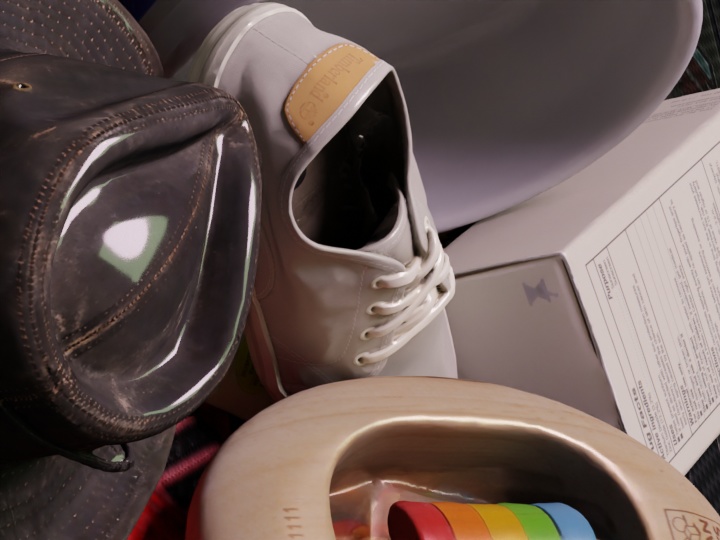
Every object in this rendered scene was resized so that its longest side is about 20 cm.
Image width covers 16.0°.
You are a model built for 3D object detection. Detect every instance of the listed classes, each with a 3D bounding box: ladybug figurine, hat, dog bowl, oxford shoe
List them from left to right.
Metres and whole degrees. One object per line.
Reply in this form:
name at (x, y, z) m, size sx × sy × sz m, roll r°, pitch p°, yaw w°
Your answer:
hat at (-0.075, -0.010, 0.670) m, size 0.200 × 0.081 × 0.201 m, roll 23°, pitch 62°, yaw -52°
oxford shoe at (0.000, 0.000, 0.809) m, size 0.075 × 0.058 × 0.200 m, roll -51°, pitch 144°, yaw -26°
dog bowl at (0.009, -0.089, 0.862) m, size 0.200 × 0.200 × 0.079 m, roll 31°, pitch 36°, yaw -57°
ladybug figurine at (0.032, 0.101, 0.802) m, size 0.199 × 0.072 × 0.136 m, roll 7°, pitch 49°, yaw -26°

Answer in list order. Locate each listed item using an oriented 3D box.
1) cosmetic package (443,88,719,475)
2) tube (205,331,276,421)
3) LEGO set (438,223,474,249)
cosmetic package at (0.100, 0.010, 0.962) m, size 0.200 × 0.073 × 0.104 m, roll -36°, pitch 110°, yaw -55°
tube at (-0.010, 0.037, 0.892) m, size 0.200 × 0.052 × 0.058 m, roll 37°, pitch 16°, yaw -48°
LEGO set at (0.098, -0.034, 1.138) m, size 0.154 × 0.116 × 0.200 m, roll 46°, pitch 29°, yaw -42°
